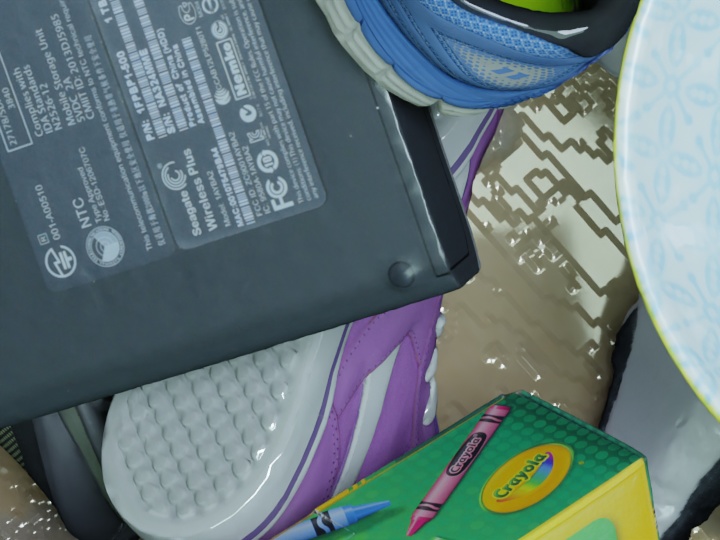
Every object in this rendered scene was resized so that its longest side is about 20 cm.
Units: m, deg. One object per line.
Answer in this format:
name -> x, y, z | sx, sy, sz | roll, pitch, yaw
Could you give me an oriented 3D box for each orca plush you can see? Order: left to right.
orca plush -> 0.123, 0.030, 0.848 | 0.071, 0.105, 0.201 | 6, 103, -34

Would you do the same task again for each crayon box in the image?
crayon box -> -0.006, 0.132, 0.755 | 0.199, 0.058, 0.119 | -30, 124, -28

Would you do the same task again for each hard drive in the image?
hard drive -> -0.085, -0.035, 0.752 | 0.199, 0.033, 0.140 | -17, 97, 19

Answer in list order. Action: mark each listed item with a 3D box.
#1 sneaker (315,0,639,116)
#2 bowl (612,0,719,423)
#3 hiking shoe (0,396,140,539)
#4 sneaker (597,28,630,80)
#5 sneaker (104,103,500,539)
sneaker -> -0.002, -0.122, 0.655 | 0.200, 0.089, 0.079 | 48, 70, -17
bowl -> 0.172, -0.029, 0.730 | 0.199, 0.108, 0.201 | -2, 85, 19
hiking shoe -> -0.132, 0.002, 0.845 | 0.100, 0.076, 0.201 | -31, 96, 19
sneaker -> 0.061, -0.116, 0.764 | 0.099, 0.200, 0.078 | 35, 75, 30
sneaker -> -0.001, 0.000, 0.837 | 0.072, 0.114, 0.201 | 21, 77, 30
